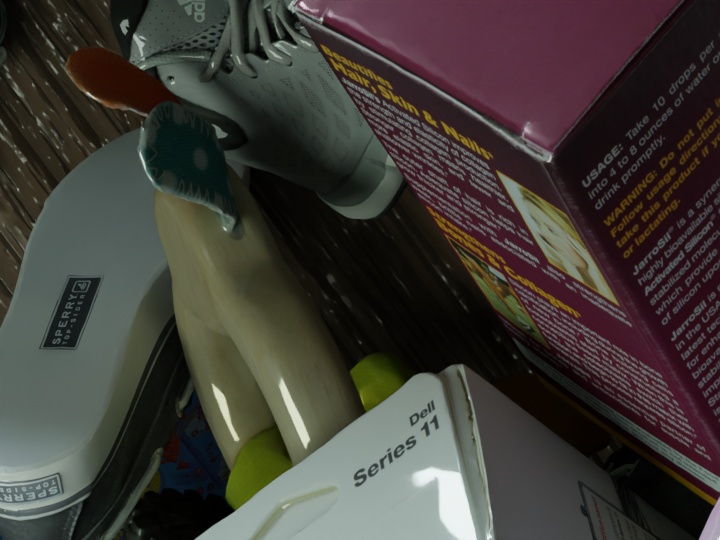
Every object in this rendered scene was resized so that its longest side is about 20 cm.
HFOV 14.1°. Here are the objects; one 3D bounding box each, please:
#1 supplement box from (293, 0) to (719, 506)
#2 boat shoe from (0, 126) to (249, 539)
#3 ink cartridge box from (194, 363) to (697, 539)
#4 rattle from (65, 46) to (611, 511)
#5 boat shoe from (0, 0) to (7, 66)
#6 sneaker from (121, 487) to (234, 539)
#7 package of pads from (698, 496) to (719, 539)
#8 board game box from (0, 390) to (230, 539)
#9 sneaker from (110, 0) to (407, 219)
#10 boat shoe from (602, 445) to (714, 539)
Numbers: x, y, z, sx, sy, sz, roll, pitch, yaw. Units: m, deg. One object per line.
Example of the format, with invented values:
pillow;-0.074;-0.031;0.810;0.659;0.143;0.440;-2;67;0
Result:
supplement box;0.080;-0.025;0.852;0.110;0.086;0.200;34;166;41
boat shoe;-0.084;0.026;1.044;0.071;0.200;0.068;1;132;16
ink cartridge box;0.045;0.139;0.927;0.146;0.083;0.200;-38;126;22
rattle;0.000;0.000;0.966;0.130;0.142;0.201;-108;1;-74
boat shoe;-0.171;-0.093;1.128;0.062;0.073;0.201;27;130;32
sneaker;-0.023;0.134;1.079;0.078;0.199;0.086;37;108;44
package of pads;0.178;0.042;0.801;0.120;0.201;0.076;19;162;35
board game box;-0.126;0.112;1.141;0.056;0.200;0.196;55;140;0
sneaker;-0.020;-0.084;0.938;0.115;0.075;0.200;13;148;-11
boat shoe;0.147;0.070;0.954;0.076;0.060;0.200;54;141;-3
